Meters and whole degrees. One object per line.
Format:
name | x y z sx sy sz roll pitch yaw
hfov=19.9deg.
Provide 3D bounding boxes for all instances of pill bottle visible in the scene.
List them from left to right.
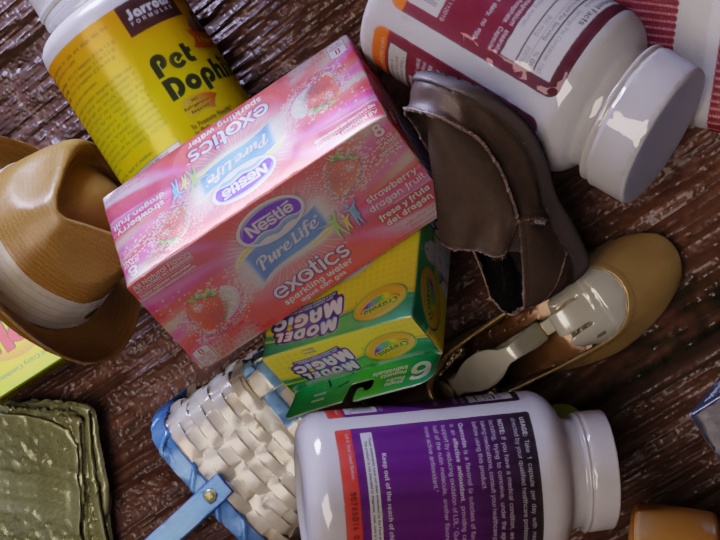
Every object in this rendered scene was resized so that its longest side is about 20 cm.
pill bottle | -0.147 -0.129 1.432 0.109 0.109 0.201 -36 86 25
pill bottle | 0.060 0.137 1.307 0.198 0.112 0.113 -5 100 -7
pill bottle | 0.109 -0.134 1.300 0.199 0.114 0.115 33 112 18

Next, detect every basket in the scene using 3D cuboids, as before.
basket | -0.092 0.146 1.426 0.200 0.176 0.139 -39 90 14

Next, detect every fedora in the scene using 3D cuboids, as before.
fedora | -0.204 -0.032 1.425 0.082 0.200 0.201 -35 85 25

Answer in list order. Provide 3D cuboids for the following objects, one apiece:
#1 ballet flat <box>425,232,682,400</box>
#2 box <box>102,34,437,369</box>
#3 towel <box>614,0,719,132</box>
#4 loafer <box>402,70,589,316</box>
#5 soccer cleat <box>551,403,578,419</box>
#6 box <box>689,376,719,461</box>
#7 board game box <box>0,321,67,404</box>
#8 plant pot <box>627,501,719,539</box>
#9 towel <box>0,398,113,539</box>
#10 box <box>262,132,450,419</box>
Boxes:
ballet flat | 0.127 0.043 1.372 0.199 0.063 0.069 -35 86 25
box | -0.056 -0.043 1.328 0.199 0.103 0.095 -33 130 8
towel | 0.233 -0.161 1.309 0.199 0.023 0.145 13 107 23
loafer | 0.081 -0.041 1.275 0.073 0.071 0.200 19 153 47
soccer cleat | 0.093 0.169 1.424 0.084 0.065 0.200 37 111 -19
box | 0.314 0.056 1.217 0.182 0.200 0.104 -37 86 24
board game box | -0.284 -0.010 1.535 0.101 0.048 0.201 -31 87 7
plant pot | 0.255 0.256 1.301 0.182 0.200 0.202 5 103 6
towel | -0.281 0.169 1.590 0.198 0.036 0.150 1 101 23
box | 0.000 0.000 1.356 0.117 0.201 0.048 -17 137 25
